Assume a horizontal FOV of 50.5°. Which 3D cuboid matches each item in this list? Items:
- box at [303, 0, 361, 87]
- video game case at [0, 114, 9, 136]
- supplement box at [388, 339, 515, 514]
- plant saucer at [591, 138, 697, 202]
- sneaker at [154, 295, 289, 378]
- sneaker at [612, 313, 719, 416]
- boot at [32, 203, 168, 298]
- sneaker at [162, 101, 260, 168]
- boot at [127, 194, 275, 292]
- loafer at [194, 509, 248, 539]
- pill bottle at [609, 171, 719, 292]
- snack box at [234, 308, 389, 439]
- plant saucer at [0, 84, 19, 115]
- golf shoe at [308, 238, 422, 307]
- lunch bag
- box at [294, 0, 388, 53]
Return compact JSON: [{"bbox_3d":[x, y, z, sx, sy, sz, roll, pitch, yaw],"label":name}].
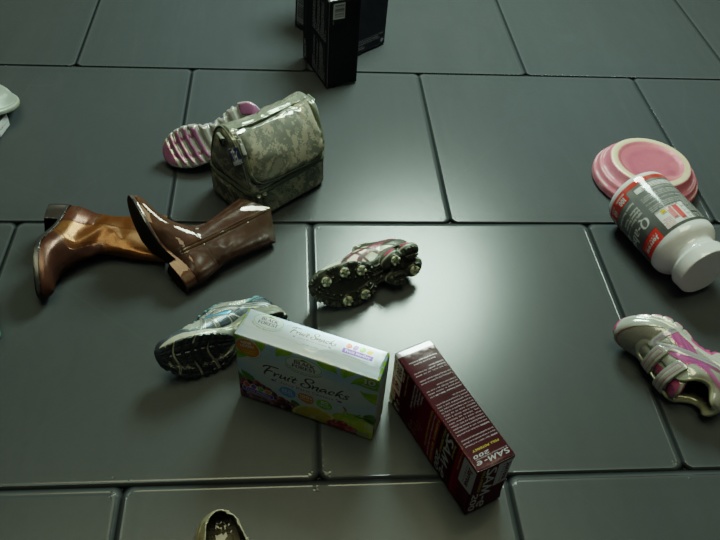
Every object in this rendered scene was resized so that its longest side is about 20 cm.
[{"bbox_3d":[-0.064,-0.517,1.628,0.079,0.200,0.141,-18,51,-21],"label":"box"},{"bbox_3d":[-0.785,-0.242,1.409,0.200,0.036,0.181,6,45,0],"label":"video game case"},{"bbox_3d":[0.114,0.202,1.005,0.061,0.109,0.200,-19,49,-22],"label":"supplement box"},{"bbox_3d":[0.551,-0.192,1.470,0.200,0.051,0.201,3,45,-3],"label":"plant saucer"},{"bbox_3d":[-0.210,0.092,1.122,0.200,0.078,0.086,-16,37,-29],"label":"sneaker"},{"bbox_3d":[0.459,0.138,1.118,0.200,0.081,0.088,31,49,24],"label":"sneaker"},{"bbox_3d":[-0.414,-0.024,1.232,0.200,0.069,0.188,7,41,-13],"label":"boot"},{"bbox_3d":[-0.273,-0.247,1.440,0.200,0.088,0.081,-24,92,-2],"label":"sneaker"},{"bbox_3d":[-0.254,-0.084,1.253,0.200,0.064,0.187,-35,91,-29],"label":"boot"},{"bbox_3d":[-0.144,0.357,0.858,0.076,0.068,0.200,-18,50,-21],"label":"loafer"},{"bbox_3d":[0.525,-0.067,1.299,0.116,0.116,0.200,-12,48,-16],"label":"pill bottle"},{"bbox_3d":[-0.066,0.140,1.026,0.200,0.142,0.053,16,47,11],"label":"snack box"},{"bbox_3d":[-0.762,-0.339,1.459,0.200,0.050,0.200,4,28,-2],"label":"plant saucer"},{"bbox_3d":[0.000,0.000,1.232,0.200,0.077,0.088,-17,29,-24],"label":"golf shoe"},{"bbox_3d":[-0.164,-0.212,1.344,0.200,0.168,0.139,-32,56,-30],"label":"lunch bag"},{"bbox_3d":[-0.042,-0.631,1.744,0.123,0.199,0.200,-34,57,-31],"label":"box"}]
